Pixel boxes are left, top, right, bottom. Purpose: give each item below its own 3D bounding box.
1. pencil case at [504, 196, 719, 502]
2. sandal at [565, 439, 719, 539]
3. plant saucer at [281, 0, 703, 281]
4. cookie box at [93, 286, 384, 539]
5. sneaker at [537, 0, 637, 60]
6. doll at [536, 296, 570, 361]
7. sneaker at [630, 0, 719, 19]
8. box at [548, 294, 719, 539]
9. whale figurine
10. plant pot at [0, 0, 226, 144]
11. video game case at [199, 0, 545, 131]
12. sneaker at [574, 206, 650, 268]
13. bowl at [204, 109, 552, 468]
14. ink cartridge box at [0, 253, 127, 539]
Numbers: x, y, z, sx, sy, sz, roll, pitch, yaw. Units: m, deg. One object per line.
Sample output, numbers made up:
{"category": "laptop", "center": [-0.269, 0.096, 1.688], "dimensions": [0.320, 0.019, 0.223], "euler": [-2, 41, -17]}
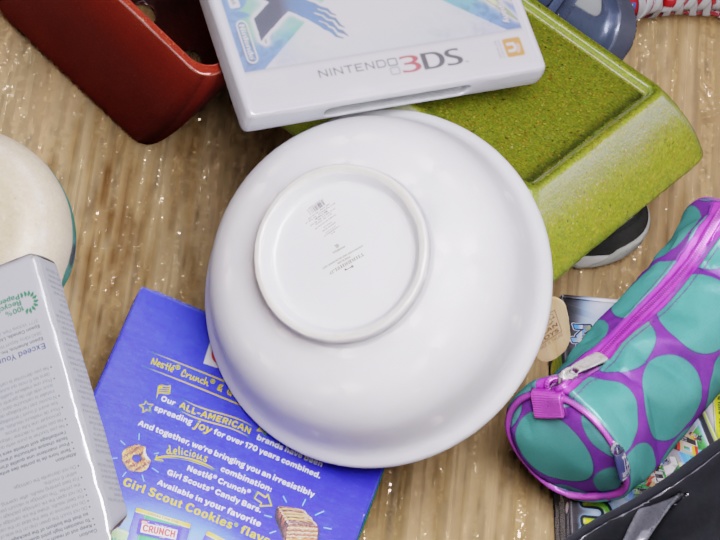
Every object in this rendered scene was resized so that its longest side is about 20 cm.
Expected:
{"category": "pencil case", "center": [0.173, 0.043, 1.601], "dimensions": [0.085, 0.093, 0.200], "euler": [19, 52, 36]}
{"category": "sandal", "center": [0.165, 0.158, 1.520], "dimensions": [0.200, 0.043, 0.076], "euler": [-41, 107, -15]}
{"category": "plant saucer", "center": [0.079, -0.097, 1.602], "dimensions": [0.199, 0.048, 0.200], "euler": [37, 46, 18]}
{"category": "cookie box", "center": [-0.084, 0.135, 1.538], "dimensions": [0.170, 0.075, 0.201], "euler": [22, 61, 0]}
{"category": "sneaker", "center": [0.085, -0.191, 1.717], "dimensions": [0.200, 0.070, 0.082], "euler": [42, 18, 33]}
{"category": "doll", "center": [0.048, -0.003, 1.615], "dimensions": [0.136, 0.049, 0.200], "euler": [-38, 41, -8]}
{"category": "sneaker", "center": [0.200, -0.183, 1.776], "dimensions": [0.199, 0.071, 0.113], "euler": [21, 56, 6]}
{"category": "box", "center": [0.169, 0.116, 1.636], "dimensions": [0.109, 0.035, 0.201], "euler": [5, 62, -11]}
{"category": "whale figurine", "center": [-0.233, 0.021, 1.561], "dimensions": [0.158, 0.104, 0.201], "euler": [14, 83, 9]}
{"category": "plant pot", "center": [-0.113, -0.193, 1.640], "dimensions": [0.200, 0.176, 0.200], "euler": [43, 62, 7]}
{"category": "video game case", "center": [-0.009, -0.182, 1.551], "dimensions": [0.181, 0.022, 0.201], "euler": [-11, 68, -21]}
{"category": "sneaker", "center": [0.090, -0.070, 1.682], "dimensions": [0.199, 0.088, 0.076], "euler": [25, 58, -3]}
{"category": "bowl", "center": [0.000, 0.000, 1.486], "dimensions": [0.200, 0.090, 0.203], "euler": [-3, 77, 12]}
{"category": "ink cartridge box", "center": [-0.228, 0.117, 1.472], "dimensions": [0.195, 0.043, 0.201], "euler": [-19, 78, 13]}
